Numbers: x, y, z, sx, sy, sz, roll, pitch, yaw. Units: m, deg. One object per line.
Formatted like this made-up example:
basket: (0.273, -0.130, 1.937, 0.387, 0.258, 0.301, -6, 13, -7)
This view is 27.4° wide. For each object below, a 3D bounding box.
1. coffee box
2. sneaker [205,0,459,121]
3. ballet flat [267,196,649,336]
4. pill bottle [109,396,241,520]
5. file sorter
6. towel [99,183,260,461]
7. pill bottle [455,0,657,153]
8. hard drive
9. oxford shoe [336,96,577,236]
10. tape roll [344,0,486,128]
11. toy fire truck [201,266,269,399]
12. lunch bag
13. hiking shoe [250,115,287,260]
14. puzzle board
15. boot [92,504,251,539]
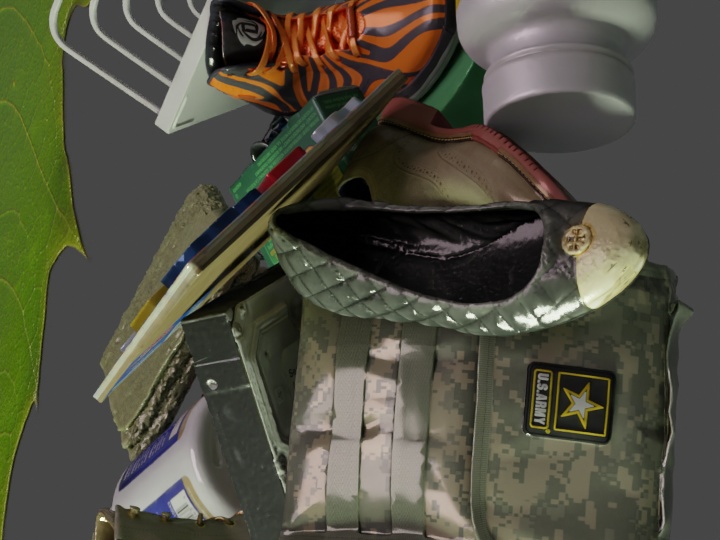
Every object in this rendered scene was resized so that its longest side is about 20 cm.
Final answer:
coffee box: (0.000, 0.000, 0.936, 0.123, 0.044, 0.200, -42, 72, 48)
sneaker: (-0.031, -0.142, 0.945, 0.200, 0.112, 0.078, -21, 64, 48)
ballet flat: (0.041, -0.006, 0.711, 0.200, 0.057, 0.067, -2, 61, 33)
pill bottle: (-0.112, 0.169, 1.075, 0.200, 0.120, 0.120, -41, 46, 47)
file sorter: (-0.112, -0.211, 1.098, 0.124, 0.200, 0.139, 35, 118, 12)
towel: (-0.146, 0.039, 1.159, 0.200, 0.036, 0.148, -62, 27, 13)
pill bottle: (0.107, -0.172, 0.820, 0.111, 0.111, 0.200, -28, 56, 54)
hard drive: (-0.026, 0.098, 0.860, 0.038, 0.140, 0.200, -13, 100, 28)
oxford shoe: (0.053, -0.037, 0.807, 0.075, 0.070, 0.200, -49, 28, -6)
tape roll: (0.055, -0.178, 0.979, 0.200, 0.048, 0.201, -29, 56, 54)
toy fire truck: (-0.085, 0.046, 1.143, 0.200, 0.049, 0.141, -47, 40, 42)
lunch bag: (0.069, 0.076, 0.773, 0.200, 0.118, 0.164, -2, 75, 28)
hiking shoe: (-0.035, -0.098, 1.067, 0.074, 0.087, 0.200, -38, 48, 49)
puzzle board: (-0.063, -0.022, 0.810, 0.200, 0.017, 0.151, -46, 0, -41)
boot: (-0.086, 0.162, 0.917, 0.072, 0.154, 0.200, 124, 157, -48)
